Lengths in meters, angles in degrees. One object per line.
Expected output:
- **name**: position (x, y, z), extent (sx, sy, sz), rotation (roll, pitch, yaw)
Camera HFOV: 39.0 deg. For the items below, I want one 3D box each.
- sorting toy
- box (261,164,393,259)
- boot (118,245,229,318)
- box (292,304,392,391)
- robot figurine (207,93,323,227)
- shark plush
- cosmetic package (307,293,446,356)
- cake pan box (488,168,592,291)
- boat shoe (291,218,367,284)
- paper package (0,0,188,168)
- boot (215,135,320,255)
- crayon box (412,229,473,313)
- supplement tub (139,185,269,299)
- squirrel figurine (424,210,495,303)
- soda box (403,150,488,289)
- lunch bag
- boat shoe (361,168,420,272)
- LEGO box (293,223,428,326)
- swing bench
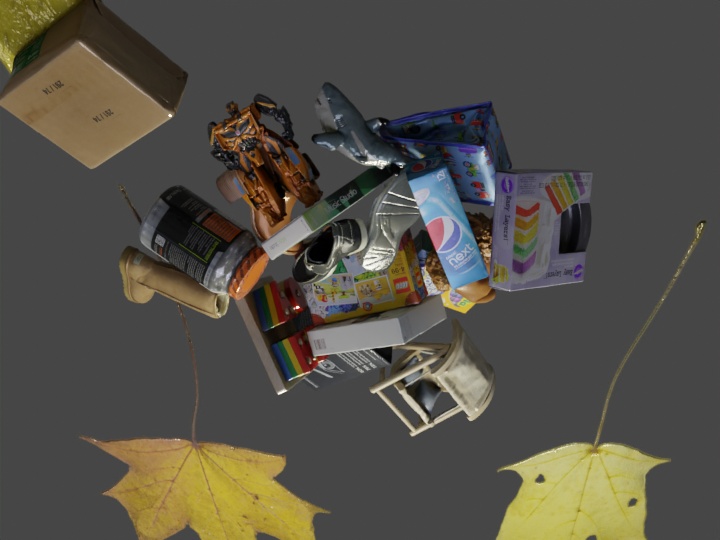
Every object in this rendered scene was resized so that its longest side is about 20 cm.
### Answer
- **sorting toy**: position (-0.134, 0.101, 1.833), extent (0.069, 0.199, 0.200), rotation (-24, 180, 13)
- **box**: position (-0.051, -0.098, 1.613), extent (0.036, 0.200, 0.144), rotation (54, 144, -5)
- **boot**: position (-0.337, 0.043, 1.865), extent (0.199, 0.066, 0.175), rotation (22, 157, 10)
- **box**: position (-0.056, 0.140, 2.005), extent (0.200, 0.105, 0.148), rotation (-21, 136, 30)
- **robot figurine**: position (-0.152, -0.174, 1.586), extent (0.145, 0.058, 0.200), rotation (-28, 107, 20)
- **shark plush**: position (0.012, -0.201, 1.544), extent (0.200, 0.091, 0.083), rotation (35, 113, 10)
- **cosmetic package**: position (0.029, 0.096, 1.788), extent (0.200, 0.052, 0.151), rotation (-11, -174, 36)
- **cake pan box**: position (0.287, -0.067, 1.603), extent (0.200, 0.185, 0.052), rotation (-4, -167, -42)
- **boat shoe**: position (-0.068, -0.031, 1.687), extent (0.067, 0.072, 0.200), rotation (-13, 166, -37)
- **paper package**: position (-0.395, -0.273, 1.499), extent (0.200, 0.104, 0.191), rotation (-25, 133, 33)
- **boot**: position (-0.122, -0.126, 1.686), extent (0.155, 0.077, 0.200), rotation (-29, 113, 27)
- **crayon box**: position (0.167, 0.009, 1.860), extent (0.199, 0.052, 0.126), rotation (19, 140, -20)
- **supplement tub**: position (-0.260, -0.044, 1.710), extent (0.200, 0.123, 0.123), rotation (34, 142, 9)
- **squirrel figurine**: position (0.207, -0.045, 1.685), extent (0.187, 0.142, 0.200), rotation (-37, 163, 32)
- **soda box**: position (0.131, -0.076, 1.552), extent (0.064, 0.068, 0.200), rotation (-22, 117, 7)
- **lunch bag**: position (0.123, -0.176, 1.606), extent (0.199, 0.094, 0.151), rotation (-1, 146, 21)
- **boat shoe**: position (0.047, -0.089, 1.641), extent (0.074, 0.065, 0.202), rotation (7, 129, -18)
- **LEGO box**: position (0.000, 0.000, 1.780), extent (0.199, 0.077, 0.149), rotation (-14, 97, 21)
- **swing bench**: position (0.152, 0.221, 2.073), extent (0.199, 0.130, 0.199), rotation (-16, 138, 23)
